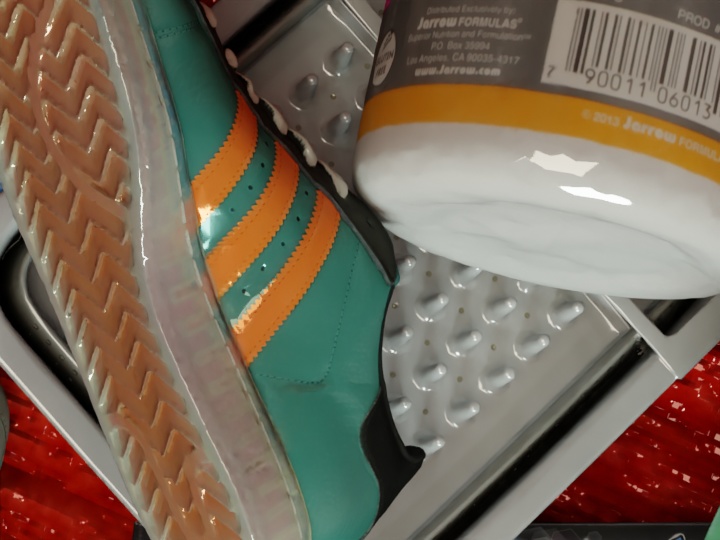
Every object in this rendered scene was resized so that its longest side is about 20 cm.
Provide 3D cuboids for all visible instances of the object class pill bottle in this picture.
[{"bbox_3d":[0.072,-0.101,0.749,0.116,0.116,0.201,10,77,9],"label":"pill bottle"}]

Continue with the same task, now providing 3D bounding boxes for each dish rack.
[{"bbox_3d":[0.000,0.000,0.798,0.200,0.044,0.172,-42,92,-16],"label":"dish rack"}]

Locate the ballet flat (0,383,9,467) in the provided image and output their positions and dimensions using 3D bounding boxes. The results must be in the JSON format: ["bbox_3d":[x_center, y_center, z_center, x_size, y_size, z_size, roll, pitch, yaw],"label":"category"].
[{"bbox_3d":[-0.207,0.043,0.836,0.199,0.064,0.068,10,143,-9],"label":"ballet flat"}]

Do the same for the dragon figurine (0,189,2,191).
[{"bbox_3d":[-0.107,-0.050,0.836,0.099,0.059,0.201,-8,96,11],"label":"dragon figurine"}]

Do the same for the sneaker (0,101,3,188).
[{"bbox_3d":[-0.091,-0.102,0.763,0.075,0.200,0.079,25,145,9],"label":"sneaker"}]

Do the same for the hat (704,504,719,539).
[{"bbox_3d":[0.127,-0.019,0.797,0.199,0.166,0.176,-31,59,-14],"label":"hat"}]

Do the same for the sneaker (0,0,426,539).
[{"bbox_3d":[-0.039,-0.015,0.724,0.071,0.080,0.201,4,116,50],"label":"sneaker"}]

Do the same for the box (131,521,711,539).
[{"bbox_3d":[0.026,0.131,0.818,0.199,0.035,0.111,0,62,10],"label":"box"}]
